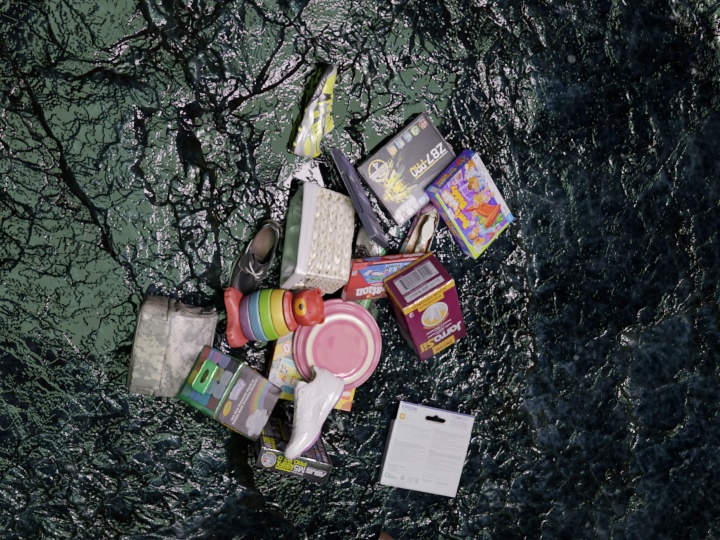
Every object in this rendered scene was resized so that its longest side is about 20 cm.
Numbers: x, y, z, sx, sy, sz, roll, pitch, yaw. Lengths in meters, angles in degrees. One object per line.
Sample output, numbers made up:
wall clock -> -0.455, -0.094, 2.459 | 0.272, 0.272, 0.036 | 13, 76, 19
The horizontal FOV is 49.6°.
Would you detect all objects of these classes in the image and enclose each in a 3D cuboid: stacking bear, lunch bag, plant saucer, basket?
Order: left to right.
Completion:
lunch bag -> -0.391, 0.165, 1.631 | 0.164, 0.139, 0.205 | 11, 97, -13
stacking bear -> -0.171, 0.087, 1.622 | 0.195, 0.114, 0.125 | -9, 77, 11
basket -> -0.088, -0.063, 1.638 | 0.121, 0.135, 0.205 | 10, 72, -19
plant saucer -> -0.047, 0.165, 1.672 | 0.195, 0.051, 0.206 | -1, 96, -11

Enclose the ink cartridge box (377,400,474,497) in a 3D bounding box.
ink cartridge box -> 0.155, 0.418, 1.837 | 0.192, 0.043, 0.205 | 14, 93, -12

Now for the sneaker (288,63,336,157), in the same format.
sneaker -> -0.089, -0.339, 1.664 | 0.075, 0.076, 0.204 | 18, 104, -21

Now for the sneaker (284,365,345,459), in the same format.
sneaker -> -0.114, 0.289, 1.598 | 0.099, 0.075, 0.202 | 35, 62, -8

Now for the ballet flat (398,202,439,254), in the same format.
ballet flat -> 0.130, -0.054, 1.747 | 0.068, 0.071, 0.205 | 18, 94, -9

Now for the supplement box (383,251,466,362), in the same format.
supplement box -> 0.143, 0.082, 1.708 | 0.129, 0.104, 0.202 | -30, 138, -7

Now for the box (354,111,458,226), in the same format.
box -> 0.109, -0.225, 1.727 | 0.199, 0.049, 0.162 | -39, 102, -5

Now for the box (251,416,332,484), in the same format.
box -> -0.153, 0.380, 1.682 | 0.157, 0.200, 0.045 | 18, 97, -15

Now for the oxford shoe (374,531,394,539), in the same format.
oxford shoe -> 0.000, 0.696, 1.837 | 0.084, 0.073, 0.200 | 45, 84, 1

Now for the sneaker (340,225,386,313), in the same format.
sneaker -> 0.000, 0.000, 1.711 | 0.084, 0.077, 0.205 | 4, 98, -37

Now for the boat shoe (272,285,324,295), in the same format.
boat shoe -> -0.154, 0.060, 1.709 | 0.197, 0.057, 0.068 | -29, 103, -7

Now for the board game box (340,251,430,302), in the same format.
board game box -> 0.057, 0.014, 1.683 | 0.196, 0.020, 0.105 | -6, 131, -28

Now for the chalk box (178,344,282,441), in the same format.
chalk box -> -0.278, 0.243, 1.595 | 0.126, 0.122, 0.200 | -61, 140, -15

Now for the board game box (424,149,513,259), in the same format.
board game box -> 0.245, -0.146, 1.734 | 0.134, 0.045, 0.201 | -44, 123, -10

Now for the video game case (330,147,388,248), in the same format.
video game case -> 0.000, -0.149, 1.634 | 0.019, 0.143, 0.203 | -27, 78, 9

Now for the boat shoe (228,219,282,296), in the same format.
boat shoe -> -0.230, -0.014, 1.677 | 0.071, 0.068, 0.203 | 26, 97, -15

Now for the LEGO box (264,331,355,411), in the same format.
LEGO box -> -0.106, 0.213, 1.732 | 0.195, 0.077, 0.153 | 12, 95, -13
